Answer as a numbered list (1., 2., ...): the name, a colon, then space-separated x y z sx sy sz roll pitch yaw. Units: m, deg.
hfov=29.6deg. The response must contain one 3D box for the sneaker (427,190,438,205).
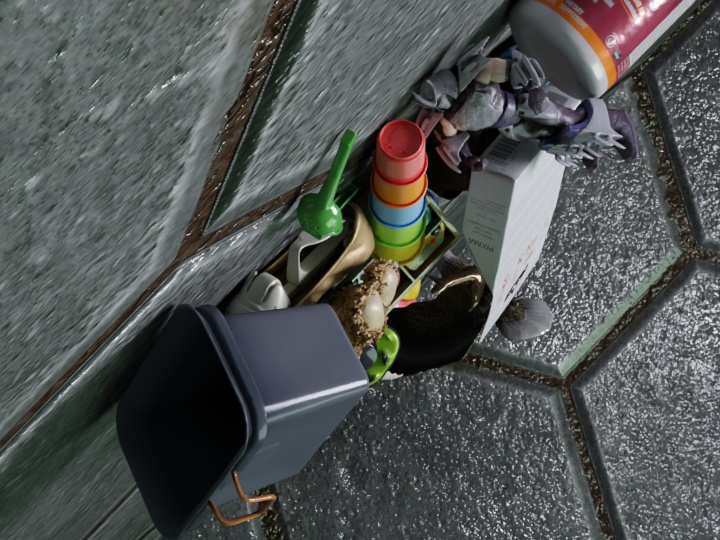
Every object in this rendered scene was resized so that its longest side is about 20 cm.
1. sneaker: 0.039 -0.049 1.478 0.079 0.075 0.200 -58 -175 -25

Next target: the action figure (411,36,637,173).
1. action figure: 0.130 -0.129 1.131 0.199 0.070 0.130 10 155 -27

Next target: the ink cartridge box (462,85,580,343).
1. ink cartridge box: 0.143 -0.054 1.296 0.160 0.047 0.201 -49 156 -44

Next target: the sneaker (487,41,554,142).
1. sneaker: 0.126 -0.157 1.349 0.082 0.073 0.201 -25 153 -45

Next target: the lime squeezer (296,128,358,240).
1. lime squeezer: -0.027 -0.059 1.094 0.200 0.037 0.071 82 22 -82

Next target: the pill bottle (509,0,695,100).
1. pill bottle: 0.231 -0.251 1.176 0.200 0.110 0.110 -45 174 -8

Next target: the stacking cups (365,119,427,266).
1. stacking cups: 0.034 -0.073 1.199 0.060 0.060 0.200 -43 163 -19

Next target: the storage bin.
1. storage bin: -0.085 0.116 1.072 0.134 0.146 0.200 -12 152 -35

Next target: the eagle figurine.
1. eagle figurine: 0.106 0.031 1.469 0.200 0.151 0.152 125 -32 -56

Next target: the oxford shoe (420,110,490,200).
1. oxford shoe: 0.097 -0.122 1.253 0.073 0.084 0.200 -42 172 -16

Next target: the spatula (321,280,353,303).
1. spatula: -0.072 0.088 1.314 0.200 0.021 0.057 -53 176 0

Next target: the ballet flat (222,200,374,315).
1. ballet flat: -0.066 0.009 1.180 0.200 0.068 0.063 -46 147 -27

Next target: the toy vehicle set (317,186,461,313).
1. toy vehicle set: 0.000 0.000 1.347 0.200 0.027 0.124 -46 139 -1

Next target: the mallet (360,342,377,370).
1. mallet: -0.057 0.122 1.329 0.200 0.041 0.066 -48 -149 12

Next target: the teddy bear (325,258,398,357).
1. teddy bear: -0.035 0.066 1.212 0.200 0.067 0.145 -48 -169 47

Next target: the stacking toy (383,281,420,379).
1. stacking toy: 0.030 0.022 1.701 0.201 0.146 0.146 -65 167 21

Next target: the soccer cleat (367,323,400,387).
1. soccer cleat: -0.027 0.109 1.468 0.200 0.067 0.081 -44 -167 32
